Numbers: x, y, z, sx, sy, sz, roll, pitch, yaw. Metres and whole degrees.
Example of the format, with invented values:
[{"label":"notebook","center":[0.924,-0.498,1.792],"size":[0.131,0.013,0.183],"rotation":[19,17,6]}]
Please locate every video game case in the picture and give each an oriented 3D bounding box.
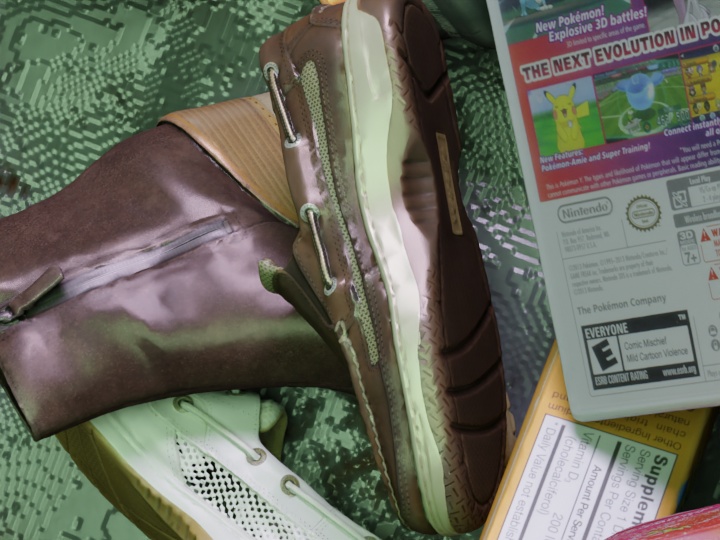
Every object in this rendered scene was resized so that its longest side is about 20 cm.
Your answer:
[{"label":"video game case","center":[0.127,-0.048,0.963],"size":[0.200,0.023,0.183],"rotation":[-10,92,49]}]

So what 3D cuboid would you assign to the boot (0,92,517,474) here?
[{"label":"boot","center":[-0.051,0.031,1.129],"size":[0.166,0.072,0.200],"rotation":[-27,64,-17]}]

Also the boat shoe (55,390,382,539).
[{"label":"boat shoe","center":[-0.057,0.078,1.160],"size":[0.069,0.071,0.200],"rotation":[-42,69,-16]}]

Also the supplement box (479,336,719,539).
[{"label":"supplement box","center":[0.092,0.065,1.073],"size":[0.069,0.067,0.200],"rotation":[19,56,11]}]

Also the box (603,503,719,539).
[{"label":"box","center":[0.172,0.108,0.920],"size":[0.200,0.100,0.096],"rotation":[-16,87,17]}]

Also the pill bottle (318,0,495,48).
[{"label":"pill bottle","center":[0.070,-0.156,1.125],"size":[0.200,0.106,0.106],"rotation":[-33,79,9]}]

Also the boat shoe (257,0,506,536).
[{"label":"boat shoe","center":[0.003,0.001,1.076],"size":[0.075,0.075,0.203],"rotation":[-13,74,21]}]
